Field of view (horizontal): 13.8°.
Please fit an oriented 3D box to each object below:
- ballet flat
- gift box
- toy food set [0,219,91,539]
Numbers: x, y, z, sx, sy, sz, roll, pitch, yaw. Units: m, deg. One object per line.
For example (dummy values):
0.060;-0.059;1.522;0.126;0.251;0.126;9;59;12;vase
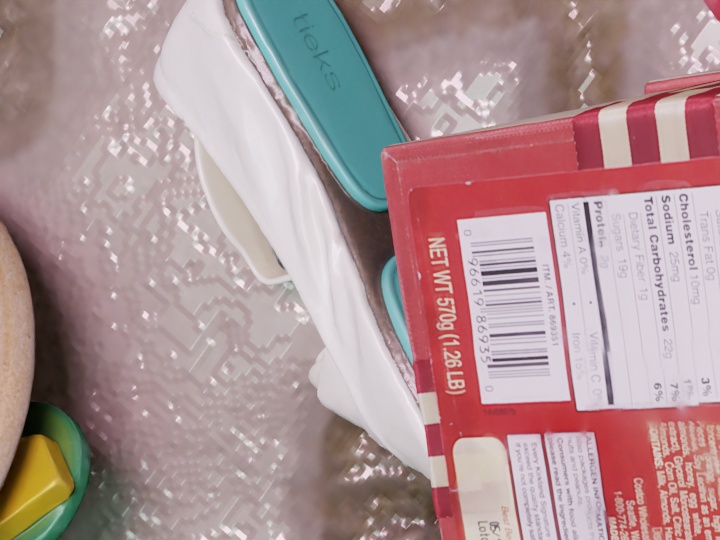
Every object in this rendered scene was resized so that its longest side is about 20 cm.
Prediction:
0.000;0.000;0.890;0.069;0.069;0.200;-33;80;21;ballet flat
0.120;0.018;0.780;0.200;0.187;0.185;1;99;40;gift box
-0.182;0.056;0.932;0.200;0.049;0.198;-34;51;9;toy food set
